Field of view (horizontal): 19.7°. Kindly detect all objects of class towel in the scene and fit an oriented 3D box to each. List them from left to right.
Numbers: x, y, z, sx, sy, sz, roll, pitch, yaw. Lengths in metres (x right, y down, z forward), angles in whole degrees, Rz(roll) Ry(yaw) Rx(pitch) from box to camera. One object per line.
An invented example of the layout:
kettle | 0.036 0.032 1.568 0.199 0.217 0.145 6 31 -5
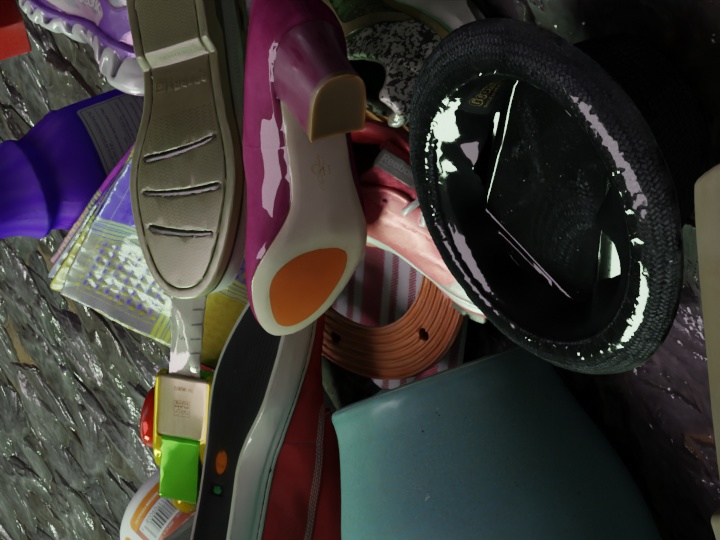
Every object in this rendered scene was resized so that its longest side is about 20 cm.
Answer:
towel | -0.102 -0.015 1.296 0.143 0.023 0.200 30 137 -12
towel | 0.000 0.000 1.337 0.200 0.030 0.147 40 146 29

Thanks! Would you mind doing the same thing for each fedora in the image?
fedora | 0.112 -0.048 1.024 0.200 0.092 0.201 38 146 32

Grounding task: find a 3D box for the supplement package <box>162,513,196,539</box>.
supplement package | -0.079 0.214 1.367 0.121 0.200 0.120 52 140 2

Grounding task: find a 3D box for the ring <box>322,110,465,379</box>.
ring | -0.003 -0.029 1.268 0.200 0.019 0.201 23 123 41

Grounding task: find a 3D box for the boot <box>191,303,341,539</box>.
boot | -0.020 0.111 1.292 0.072 0.144 0.201 16 96 60

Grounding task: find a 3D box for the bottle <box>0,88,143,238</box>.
bottle | -0.176 -0.069 1.352 0.065 0.200 0.084 -19 94 62

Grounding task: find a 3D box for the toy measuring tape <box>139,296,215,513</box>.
toy measuring tape | -0.104 0.064 1.334 0.074 0.073 0.200 29 123 43

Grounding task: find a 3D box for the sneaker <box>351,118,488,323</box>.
sneaker | 0.038 -0.032 1.131 0.200 0.074 0.087 23 167 27

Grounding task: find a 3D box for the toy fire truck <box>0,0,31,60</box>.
toy fire truck | -0.287 -0.243 1.452 0.200 0.049 0.141 -121 16 -53

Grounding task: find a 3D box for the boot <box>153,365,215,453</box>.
boot | -0.091 0.073 1.531 0.072 0.145 0.200 12 176 9

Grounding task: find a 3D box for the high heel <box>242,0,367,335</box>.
high heel | -0.038 -0.059 1.115 0.096 0.067 0.200 60 146 39

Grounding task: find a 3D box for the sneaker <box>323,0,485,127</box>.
sneaker | -0.011 -0.123 1.150 0.200 0.089 0.077 19 135 51

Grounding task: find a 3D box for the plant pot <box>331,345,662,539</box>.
plant pot | 0.074 0.148 1.211 0.200 0.200 0.188 -29 79 63

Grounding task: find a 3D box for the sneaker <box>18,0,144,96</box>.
sneaker | -0.159 -0.188 1.349 0.200 0.080 0.089 38 131 46

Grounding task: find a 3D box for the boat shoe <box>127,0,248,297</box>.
boat shoe | -0.085 -0.085 1.170 0.075 0.068 0.201 -2 89 30

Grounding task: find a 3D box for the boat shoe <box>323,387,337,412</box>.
boat shoe | -0.025 0.132 1.470 0.075 0.068 0.200 14 129 49

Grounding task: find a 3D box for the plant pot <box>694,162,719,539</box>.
plant pot | 0.219 0.025 0.850 0.200 0.200 0.174 -36 72 63

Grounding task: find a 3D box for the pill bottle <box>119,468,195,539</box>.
pill bottle | -0.093 0.245 1.658 0.200 0.112 0.112 39 148 31
